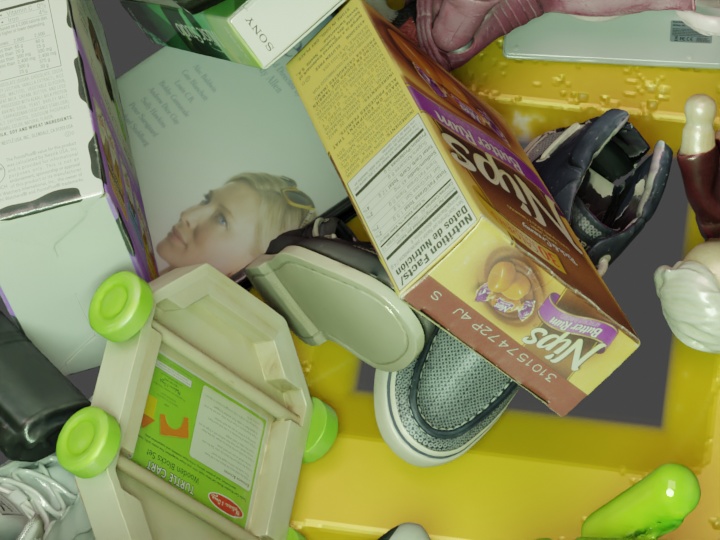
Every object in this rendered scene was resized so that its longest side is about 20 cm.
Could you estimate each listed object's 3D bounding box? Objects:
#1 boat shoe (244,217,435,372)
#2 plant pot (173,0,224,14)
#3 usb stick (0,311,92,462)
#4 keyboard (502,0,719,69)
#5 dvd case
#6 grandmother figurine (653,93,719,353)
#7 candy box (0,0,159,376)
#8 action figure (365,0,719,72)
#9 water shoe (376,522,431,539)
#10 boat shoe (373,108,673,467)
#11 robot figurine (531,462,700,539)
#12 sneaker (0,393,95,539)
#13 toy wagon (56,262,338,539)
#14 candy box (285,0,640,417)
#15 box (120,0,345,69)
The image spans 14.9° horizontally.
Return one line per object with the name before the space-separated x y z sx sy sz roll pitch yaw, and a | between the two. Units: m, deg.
boat shoe | 0.000 0.000 1.322 0.063 0.200 0.073 -41 103 -12
plant pot | -0.071 -0.241 1.313 0.177 0.200 0.199 -45 110 8
usb stick | -0.204 0.017 1.315 0.200 0.033 0.055 43 39 24
keyboard | 0.177 -0.133 1.470 0.198 0.011 0.057 3 69 6
dvd case | -0.073 -0.061 1.447 0.199 0.018 0.143 -35 65 -13
grandmother figurine | 0.195 -0.057 1.375 0.060 0.121 0.201 12 84 47
candy box | -0.157 -0.075 1.356 0.071 0.168 0.201 -14 62 0
action figure | 0.077 -0.152 1.446 0.199 0.134 0.149 -32 109 3
water shoe | 0.003 0.218 1.287 0.079 0.072 0.201 26 71 -7
boat shoe | 0.080 0.003 1.351 0.074 0.093 0.201 34 68 -12
robot figurine | 0.133 0.181 1.256 0.198 0.116 0.176 1 55 6
sneaker | -0.150 0.110 1.315 0.075 0.115 0.200 34 71 19
toy wagon | -0.082 0.099 1.300 0.039 0.155 0.201 -9 58 38
candy box | 0.045 -0.033 1.277 0.056 0.116 0.200 -43 37 15
box | -0.036 -0.167 1.403 0.144 0.200 0.036 -42 108 -9
